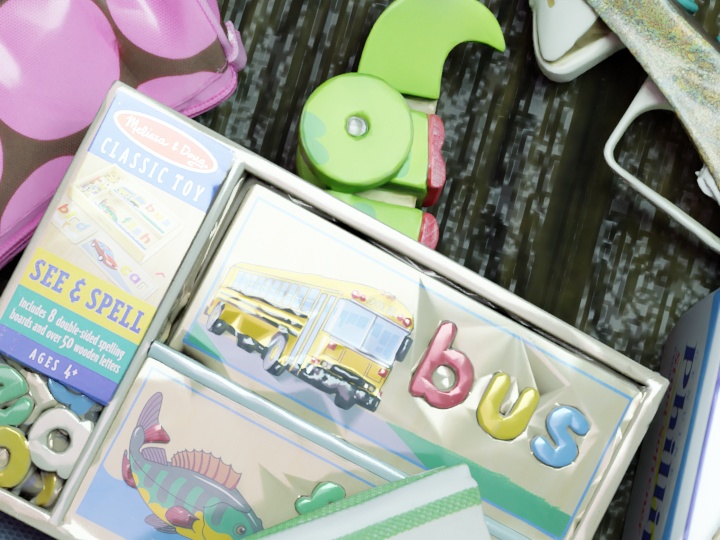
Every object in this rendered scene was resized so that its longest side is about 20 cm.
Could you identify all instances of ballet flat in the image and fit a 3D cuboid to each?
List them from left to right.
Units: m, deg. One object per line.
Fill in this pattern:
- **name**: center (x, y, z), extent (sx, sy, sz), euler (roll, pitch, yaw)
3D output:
- **ballet flat**: center (0.099, -0.071, 0.877), extent (0.071, 0.071, 0.200), euler (-37, 84, -7)

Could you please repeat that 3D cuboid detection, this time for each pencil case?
- **pencil case**: center (-0.129, -0.043, 0.851), extent (0.200, 0.091, 0.094), euler (-40, 74, -9)

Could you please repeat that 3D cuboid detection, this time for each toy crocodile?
- **toy crocodile**: center (0.000, 0.000, 0.857), extent (0.061, 0.068, 0.201), euler (13, 80, 0)

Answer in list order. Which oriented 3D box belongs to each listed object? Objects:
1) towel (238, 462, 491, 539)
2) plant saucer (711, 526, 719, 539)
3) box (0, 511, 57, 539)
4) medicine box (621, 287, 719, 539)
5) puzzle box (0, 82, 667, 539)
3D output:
- **towel**: center (-0.004, 0.173, 0.742), extent (0.152, 0.023, 0.201), euler (-17, 93, -27)
- **plant saucer**: center (0.185, 0.136, 0.750), extent (0.199, 0.035, 0.201), euler (0, 78, -2)
- **box**: center (-0.130, 0.128, 0.761), extent (0.199, 0.051, 0.158), euler (-9, 51, -44)
- **medicine box**: center (0.184, 0.119, 0.826), extent (0.199, 0.103, 0.183), euler (14, 80, 1)
- **puzzle box**: center (-0.019, 0.046, 0.795), extent (0.199, 0.025, 0.134), euler (27, 85, -7)
